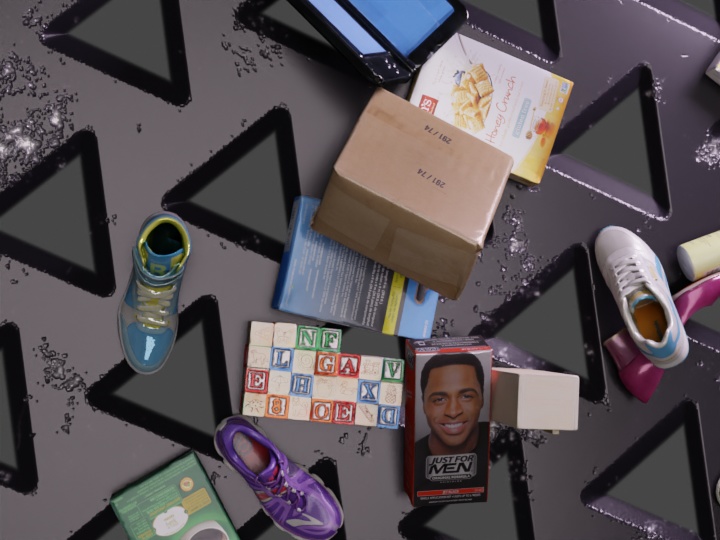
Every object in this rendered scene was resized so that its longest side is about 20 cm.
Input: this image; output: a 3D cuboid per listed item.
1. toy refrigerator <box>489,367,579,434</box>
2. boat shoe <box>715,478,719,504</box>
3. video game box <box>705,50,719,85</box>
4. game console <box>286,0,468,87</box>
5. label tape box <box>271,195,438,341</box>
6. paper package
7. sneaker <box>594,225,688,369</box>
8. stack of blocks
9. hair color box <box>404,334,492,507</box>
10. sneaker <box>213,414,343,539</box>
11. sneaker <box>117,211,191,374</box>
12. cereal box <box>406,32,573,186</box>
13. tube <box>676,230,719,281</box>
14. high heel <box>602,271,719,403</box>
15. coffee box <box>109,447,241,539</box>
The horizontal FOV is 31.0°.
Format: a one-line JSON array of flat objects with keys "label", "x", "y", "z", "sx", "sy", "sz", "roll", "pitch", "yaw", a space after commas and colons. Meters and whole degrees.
[{"label": "toy refrigerator", "x": 0.200, "y": 0.158, "z": 1.589, "sx": 0.075, "sy": 0.200, "sz": 0.071, "roll": 3, "pitch": 87, "yaw": -9}, {"label": "boat shoe", "x": 0.566, "y": 0.265, "z": 1.711, "sx": 0.196, "sy": 0.066, "sz": 0.076, "roll": -16, "pitch": 91, "yaw": -9}, {"label": "video game box", "x": 0.590, "y": -0.290, "z": 1.747, "sx": 0.181, "sy": 0.047, "sz": 0.201, "roll": 38, "pitch": 82, "yaw": -8}, {"label": "game console", "x": 0.012, "y": -0.339, "z": 1.607, "sx": 0.200, "sy": 0.176, "sz": 0.117, "roll": 45, "pitch": 112, "yaw": 7}, {"label": "label tape box", "x": 0.000, "y": 0.000, "z": 1.632, "sx": 0.197, "sy": 0.063, "sz": 0.147, "roll": 13, "pitch": 86, "yaw": -12}, {"label": "paper package", "x": 0.066, "y": -0.095, "z": 1.566, "sx": 0.198, "sy": 0.104, "sz": 0.192, "roll": 26, "pitch": 45, "yaw": 1}, {"label": "sneaker", "x": 0.354, "y": 0.023, "z": 1.648, "sx": 0.076, "sy": 0.081, "sz": 0.202, "roll": -30, "pitch": 61, "yaw": 13}, {"label": "stack of blocks", "x": -0.047, "y": 0.130, "z": 1.622, "sx": 0.196, "sy": 0.059, "sz": 0.117, "roll": 7, "pitch": 86, "yaw": -9}, {"label": "hair color box", "x": 0.108, "y": 0.187, "z": 1.617, "sx": 0.100, "sy": 0.061, "sz": 0.204, "roll": -3, "pitch": 105, "yaw": -9}, {"label": "sneaker", "x": -0.104, "y": 0.262, "z": 1.596, "sx": 0.200, "sy": 0.083, "sz": 0.081, "roll": 42, "pitch": 83, "yaw": -6}, {"label": "sneaker", "x": -0.249, "y": 0.026, "z": 1.558, "sx": 0.078, "sy": 0.130, "sz": 0.204, "roll": 6, "pitch": 87, "yaw": -10}, {"label": "cereal box", "x": 0.161, "y": -0.211, "z": 1.678, "sx": 0.197, "sy": 0.040, "sz": 0.146, "roll": 20, "pitch": 84, "yaw": -8}, {"label": "tube", "x": 0.517, "y": -0.045, "z": 1.717, "sx": 0.197, "sy": 0.052, "sz": 0.058, "roll": -21, "pitch": 53, "yaw": -5}, {"label": "high heel", "x": 0.420, "y": 0.083, "z": 1.694, "sx": 0.199, "sy": 0.067, "sz": 0.097, "roll": -34, "pitch": 83, "yaw": 6}, {"label": "coffee box", "x": -0.211, "y": 0.338, "z": 1.596, "sx": 0.122, "sy": 0.044, "sz": 0.202, "roll": -29, "pitch": 92, "yaw": -8}]
